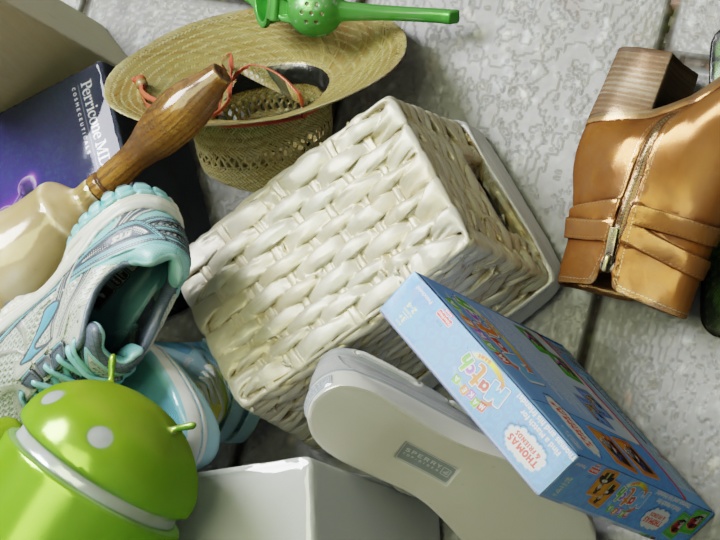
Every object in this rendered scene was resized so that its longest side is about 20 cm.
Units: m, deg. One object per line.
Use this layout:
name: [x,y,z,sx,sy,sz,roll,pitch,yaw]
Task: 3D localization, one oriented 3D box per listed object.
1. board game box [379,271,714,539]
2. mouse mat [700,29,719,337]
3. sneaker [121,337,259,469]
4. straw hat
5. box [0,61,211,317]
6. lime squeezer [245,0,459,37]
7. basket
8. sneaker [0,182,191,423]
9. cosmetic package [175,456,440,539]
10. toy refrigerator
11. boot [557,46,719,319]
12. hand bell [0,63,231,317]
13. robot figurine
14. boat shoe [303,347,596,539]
board game box: [0.109,0.082,1.575,0.037,0.200,0.151,-46,60,10]
mouse mat: [0.280,-0.060,1.635,0.161,0.008,0.200,-4,75,28]
sneaker: [-0.100,0.081,1.714,0.200,0.131,0.080,29,110,60]
straw hat: [-0.064,-0.097,1.777,0.201,0.201,0.085,8,120,30]
box: [-0.208,-0.025,1.834,0.200,0.104,0.148,-27,64,20]
lime squeezer: [-0.038,-0.179,1.794,0.200,0.071,0.038,12,123,36]
basket: [0.000,0.000,1.702,0.200,0.123,0.136,-36,62,15]
sneaker: [-0.171,0.044,1.635,0.200,0.078,0.086,-56,32,13]
cosmetic package: [-0.056,0.231,1.644,0.165,0.165,0.200,-11,70,27]
toy refrigerator: [-0.237,-0.151,1.828,0.076,0.200,0.070,-45,61,12]
boot: [0.210,-0.046,1.626,0.200,0.074,0.155,9,80,45]
hand bell: [-0.153,-0.056,1.675,0.200,0.104,0.104,-43,60,21]
robot figurine: [-0.170,0.150,1.566,0.175,0.116,0.200,35,95,32]
boat shoe: [0.054,0.111,1.635,0.072,0.200,0.069,-57,14,28]
